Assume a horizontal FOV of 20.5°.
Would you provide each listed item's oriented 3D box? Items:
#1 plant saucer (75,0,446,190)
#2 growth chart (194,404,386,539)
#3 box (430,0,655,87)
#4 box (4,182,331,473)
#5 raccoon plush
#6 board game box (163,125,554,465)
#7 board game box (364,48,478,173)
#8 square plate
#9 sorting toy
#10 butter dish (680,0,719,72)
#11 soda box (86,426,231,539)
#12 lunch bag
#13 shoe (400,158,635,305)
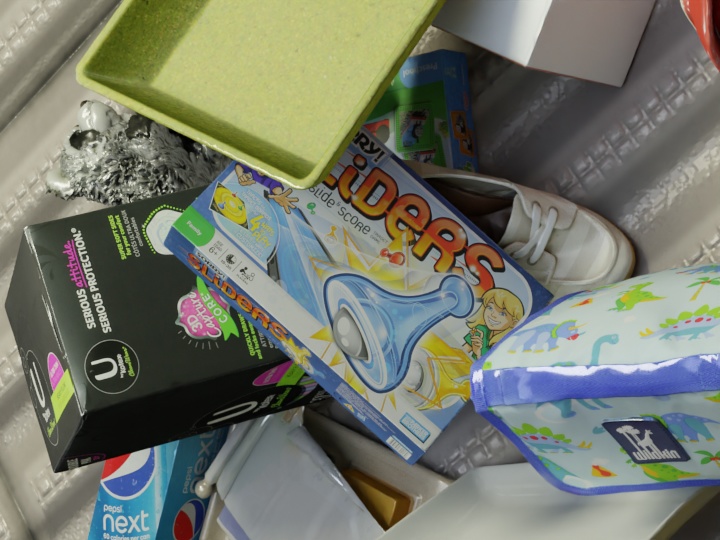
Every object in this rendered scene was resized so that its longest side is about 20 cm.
[{"bbox_3d":[-0.041,-0.151,1.188,0.199,0.048,0.200,27,77,33],"label":"plant saucer"},{"bbox_3d":[-0.042,0.181,1.339,0.145,0.018,0.200,-51,60,27],"label":"growth chart"},{"bbox_3d":[0.074,-0.200,1.248,0.199,0.124,0.098,28,105,33],"label":"box"},{"bbox_3d":[-0.109,0.030,1.254,0.149,0.199,0.125,127,126,-64],"label":"box"},{"bbox_3d":[-0.151,-0.035,1.428,0.134,0.096,0.201,-27,73,40],"label":"raccoon plush"},{"bbox_3d":[0.000,0.000,1.194,0.200,0.135,0.034,41,155,2],"label":"board game box"},{"bbox_3d":[0.012,-0.034,1.340,0.150,0.036,0.202,-11,83,34],"label":"board game box"},{"bbox_3d":[0.104,0.158,1.175,0.197,0.200,0.029,-7,104,36],"label":"square plate"},{"bbox_3d":[-0.031,0.199,1.361,0.199,0.036,0.187,22,101,34],"label":"sorting toy"},{"bbox_3d":[0.254,-0.200,1.095,0.147,0.200,0.201,-3,83,17],"label":"butter dish"},{"bbox_3d":[-0.137,0.133,1.419,0.064,0.068,0.202,19,99,34],"label":"soda box"},{"bbox_3d":[0.180,0.058,1.117,0.169,0.199,0.129,-8,83,34],"label":"lunch bag"},{"bbox_3d":[0.074,-0.025,1.252,0.199,0.053,0.070,16,89,14],"label":"shoe"}]
